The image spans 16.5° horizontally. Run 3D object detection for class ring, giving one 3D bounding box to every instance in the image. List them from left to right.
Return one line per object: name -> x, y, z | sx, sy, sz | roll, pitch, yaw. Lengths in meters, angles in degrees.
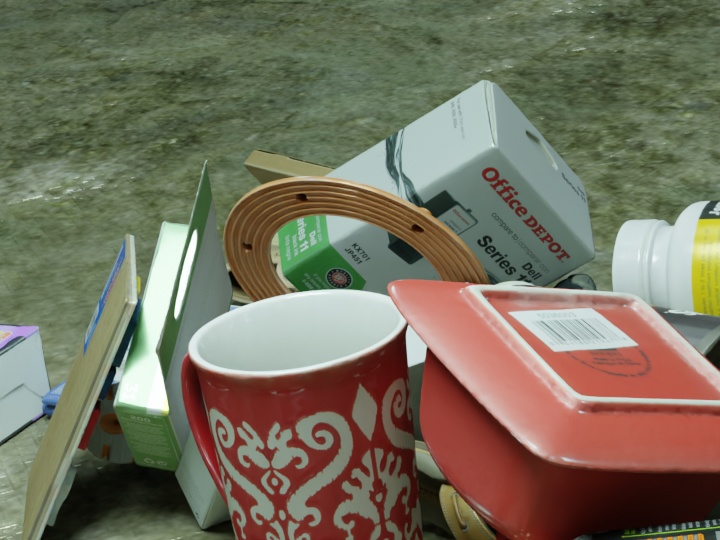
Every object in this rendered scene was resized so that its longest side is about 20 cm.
ring -> 0.000, 0.000, 1.726 | 0.199, 0.201, 0.019 | 1, 49, 26

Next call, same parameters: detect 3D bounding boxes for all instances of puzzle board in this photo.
puzzle board -> -0.193, 0.087, 1.737 | 0.017, 0.201, 0.151 | 21, 15, -11

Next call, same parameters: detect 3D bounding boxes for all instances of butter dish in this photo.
butter dish -> 0.118, 0.105, 1.430 | 0.199, 0.149, 0.200 | 3, 29, -32

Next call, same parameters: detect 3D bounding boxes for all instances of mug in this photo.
mug -> -0.027, 0.122, 1.517 | 0.132, 0.202, 0.178 | -12, 18, -10

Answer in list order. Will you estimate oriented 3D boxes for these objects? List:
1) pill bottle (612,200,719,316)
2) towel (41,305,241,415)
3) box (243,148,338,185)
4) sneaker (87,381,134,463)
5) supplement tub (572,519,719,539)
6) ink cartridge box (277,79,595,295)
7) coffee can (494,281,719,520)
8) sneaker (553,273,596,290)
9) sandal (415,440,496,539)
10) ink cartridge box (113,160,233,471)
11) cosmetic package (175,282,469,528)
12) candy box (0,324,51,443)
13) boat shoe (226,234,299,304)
pill bottle -> 0.294, 0.003, 1.858 | 0.199, 0.112, 0.111 | 0, 20, 24
towel -> -0.145, 0.075, 1.982 | 0.146, 0.024, 0.200 | 5, 25, 28
box -> 0.012, -0.031, 2.037 | 0.199, 0.164, 0.021 | 16, 66, 51
sneaker -> -0.101, 0.103, 1.810 | 0.198, 0.079, 0.077 | 1, 0, 7
supplement tub -> 0.181, 0.196, 1.331 | 0.198, 0.123, 0.123 | -7, 19, 7
ink cartridge box -> 0.058, -0.031, 1.877 | 0.199, 0.147, 0.083 | -31, 37, 21
coffee can -> 0.166, 0.091, 1.603 | 0.199, 0.148, 0.146 | 10, 26, 43
sneaker -> 0.121, 0.057, 1.833 | 0.113, 0.077, 0.200 | 1, 25, 8
sandal -> 0.073, 0.159, 1.569 | 0.054, 0.081, 0.199 | -37, 29, -27
ink cartridge box -> -0.129, 0.032, 1.682 | 0.048, 0.200, 0.147 | 8, 64, 9
cosmetic package -> -0.018, 0.092, 1.691 | 0.199, 0.052, 0.151 | -18, -24, -25
candy box -> -0.369, 0.100, 1.933 | 0.199, 0.072, 0.168 | 3, 22, 29
boat shoe -> -0.039, 0.014, 2.054 | 0.064, 0.072, 0.199 | -35, 26, -34
